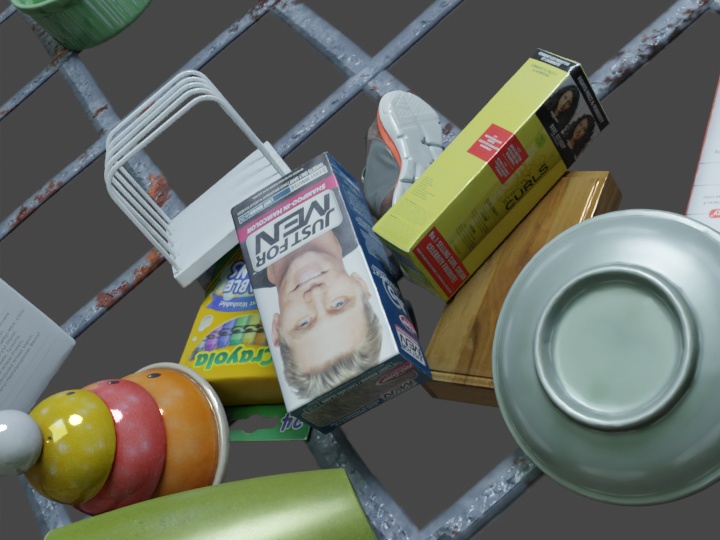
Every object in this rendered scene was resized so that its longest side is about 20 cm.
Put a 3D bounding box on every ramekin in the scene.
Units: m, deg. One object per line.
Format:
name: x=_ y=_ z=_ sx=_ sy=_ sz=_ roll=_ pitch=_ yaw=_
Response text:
ramekin: x=-0.364 y=-0.392 z=1.531 sx=0.200 sy=0.098 sz=0.200 roll=-20 pitch=46 yaw=22

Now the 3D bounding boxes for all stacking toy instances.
stacking toy: x=-0.211 y=0.136 z=0.876 sx=0.146 sy=0.200 sz=0.146 roll=-7 pitch=76 yaw=32

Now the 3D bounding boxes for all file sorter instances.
file sorter: x=-0.158 y=-0.097 z=1.064 sx=0.139 sy=0.125 sz=0.200 roll=-40 pitch=20 yaw=1

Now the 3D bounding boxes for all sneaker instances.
sneaker: x=0.040 y=-0.061 z=0.995 sx=0.082 sy=0.077 sz=0.200 roll=-46 pitch=37 yaw=44

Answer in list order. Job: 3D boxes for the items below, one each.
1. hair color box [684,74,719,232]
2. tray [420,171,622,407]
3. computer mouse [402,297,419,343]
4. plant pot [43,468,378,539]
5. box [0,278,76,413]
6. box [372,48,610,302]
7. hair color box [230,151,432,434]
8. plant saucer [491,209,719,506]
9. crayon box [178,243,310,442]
hair color box: x=0.298 y=-0.071 z=0.805 sx=0.101 sy=0.061 sz=0.200 roll=1 pitch=55 yaw=36
tray: x=0.125 y=0.010 z=0.881 sx=0.099 sy=0.037 sz=0.200 roll=4 pitch=58 yaw=38
computer mouse: x=0.000 y=0.000 z=0.936 sx=0.059 sy=0.034 sz=0.200 roll=-21 pitch=64 yaw=3
plant pot: x=-0.081 y=0.220 z=0.768 sx=0.200 sy=0.187 sz=0.187 roll=-25 pitch=42 yaw=-5
box: x=-0.433 y=0.097 z=1.140 sx=0.199 sy=0.131 sz=0.200 roll=14 pitch=64 yaw=42
box: x=0.104 y=-0.075 z=0.888 sx=0.200 sy=0.075 sz=0.050 roll=-46 pitch=42 yaw=-8
hair color box: x=-0.027 y=0.015 z=0.891 sx=0.100 sy=0.061 sz=0.200 roll=-30 pitch=56 yaw=14
plant saucer: x=0.171 y=0.053 z=0.746 sx=0.200 sy=0.050 sz=0.200 roll=-8 pitch=75 yaw=30
crayon box: x=-0.083 y=0.049 z=0.986 sx=0.126 sy=0.052 sz=0.200 roll=-7 pitch=52 yaw=32
